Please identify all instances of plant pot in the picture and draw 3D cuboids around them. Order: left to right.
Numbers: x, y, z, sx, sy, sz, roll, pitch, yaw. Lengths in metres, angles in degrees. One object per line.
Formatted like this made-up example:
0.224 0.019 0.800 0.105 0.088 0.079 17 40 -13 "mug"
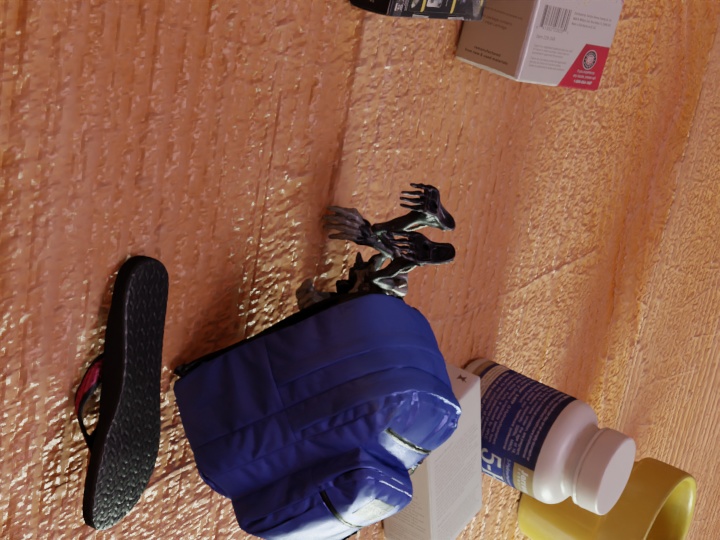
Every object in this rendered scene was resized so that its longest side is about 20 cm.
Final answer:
0.318 0.325 1.897 0.200 0.187 0.203 -38 140 -41 "plant pot"

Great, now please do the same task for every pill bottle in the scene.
0.197 0.188 1.589 0.119 0.198 0.121 -37 138 -42 "pill bottle"

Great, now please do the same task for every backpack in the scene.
-0.018 0.121 1.154 0.198 0.169 0.162 -29 158 13 "backpack"

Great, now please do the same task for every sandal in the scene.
-0.181 0.089 1.063 0.075 0.044 0.203 12 85 -66 "sandal"

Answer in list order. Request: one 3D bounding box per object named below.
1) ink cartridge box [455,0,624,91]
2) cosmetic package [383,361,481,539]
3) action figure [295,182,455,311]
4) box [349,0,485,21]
0.185 -0.280 1.353 0.147 0.085 0.203 0 109 -48 "ink cartridge box"
0.074 0.202 1.526 0.101 0.071 0.202 -42 142 -38 "cosmetic package"
0.000 0.000 1.237 0.200 0.101 0.120 -44 -151 48 "action figure"
0.071 -0.313 1.196 0.160 0.049 0.203 -12 119 -54 "box"
